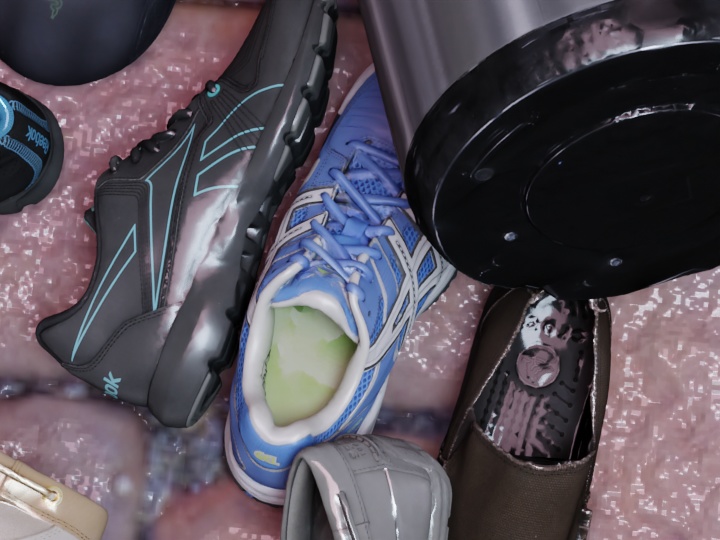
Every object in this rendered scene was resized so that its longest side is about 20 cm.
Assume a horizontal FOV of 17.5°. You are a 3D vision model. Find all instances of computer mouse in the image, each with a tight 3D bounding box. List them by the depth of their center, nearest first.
[{"bbox_3d":[-0.109,-0.178,1.003,0.138,0.053,0.200,18,80,2],"label":"computer mouse"}]

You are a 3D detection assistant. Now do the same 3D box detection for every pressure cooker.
[{"bbox_3d":[0.083,-0.112,0.905,0.179,0.176,0.200,4,53,-24],"label":"pressure cooker"}]

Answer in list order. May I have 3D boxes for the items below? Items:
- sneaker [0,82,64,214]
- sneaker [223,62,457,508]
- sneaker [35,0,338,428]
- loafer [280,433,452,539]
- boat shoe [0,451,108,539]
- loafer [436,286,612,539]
[{"bbox_3d":[-0.226,-0.067,0.968,0.200,0.082,0.073,2,81,2],"label":"sneaker"},{"bbox_3d":[0.000,0.000,0.958,0.076,0.077,0.200,17,78,5],"label":"sneaker"},{"bbox_3d":[-0.067,-0.039,0.966,0.079,0.075,0.200,20,80,6],"label":"sneaker"},{"bbox_3d":[-0.012,0.163,0.916,0.070,0.070,0.200,5,88,-39],"label":"loafer"},{"bbox_3d":[-0.190,0.067,0.954,0.200,0.074,0.069,37,70,5],"label":"boat shoe"},{"bbox_3d":[0.058,0.088,0.944,0.073,0.071,0.200,9,79,2],"label":"loafer"}]
